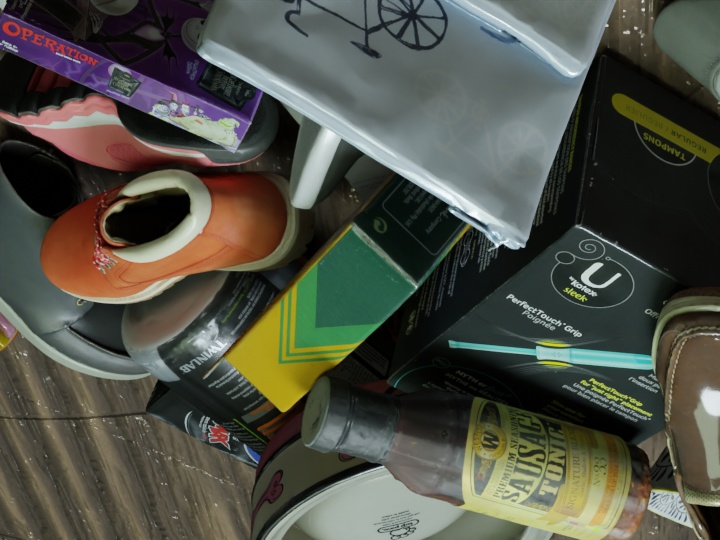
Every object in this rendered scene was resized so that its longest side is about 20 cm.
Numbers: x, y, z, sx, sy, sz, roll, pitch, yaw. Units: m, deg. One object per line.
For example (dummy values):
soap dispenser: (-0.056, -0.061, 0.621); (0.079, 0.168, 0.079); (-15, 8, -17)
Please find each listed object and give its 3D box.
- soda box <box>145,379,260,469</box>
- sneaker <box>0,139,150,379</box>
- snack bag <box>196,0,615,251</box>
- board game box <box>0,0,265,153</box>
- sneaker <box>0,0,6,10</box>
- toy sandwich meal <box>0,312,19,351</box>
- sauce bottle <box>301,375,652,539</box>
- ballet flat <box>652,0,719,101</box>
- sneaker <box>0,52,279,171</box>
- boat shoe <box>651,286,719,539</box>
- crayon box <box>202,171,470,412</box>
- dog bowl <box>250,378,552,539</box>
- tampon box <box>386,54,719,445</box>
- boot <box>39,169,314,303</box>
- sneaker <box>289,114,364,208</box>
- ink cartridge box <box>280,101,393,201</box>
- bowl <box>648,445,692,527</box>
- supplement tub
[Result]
soda box: (-0.049, 0.111, 1.269); (0.200, 0.071, 0.063); (29, 148, -15)
sneaker: (-0.193, -0.001, 1.181); (0.200, 0.075, 0.106); (36, 139, -22)
snack bag: (0.033, -0.136, 0.814); (0.188, 0.201, 0.021); (31, 157, -17)
board game box: (-0.082, -0.158, 0.825); (0.120, 0.200, 0.032); (25, 142, -12)
sneaker: (-0.126, -0.158, 0.924); (0.200, 0.074, 0.116); (39, 140, 8)
toy sandwich meal: (-0.343, 0.007, 1.256); (0.204, 0.070, 0.205); (11, 143, 8)
sauce bottle: (0.065, 0.104, 0.982); (0.199, 0.066, 0.066); (15, 146, -19)
ballet flat: (0.244, -0.087, 0.898); (0.199, 0.064, 0.067); (18, 144, 0)
sneaker: (-0.122, -0.093, 1.040); (0.200, 0.074, 0.087); (12, 160, 31)
boat shoe: (0.197, 0.091, 0.931); (0.074, 0.075, 0.203); (-3, 143, 19)
crayon box: (0.000, 0.000, 0.990); (0.052, 0.126, 0.200); (43, 141, -3)
dog bowl: (0.021, 0.144, 1.111); (0.199, 0.074, 0.200); (-10, 142, -8)
tampon box: (0.135, 0.004, 1.008); (0.150, 0.127, 0.200); (27, 142, -17)
boot: (-0.137, -0.025, 1.047); (0.199, 0.075, 0.107); (-12, 172, 36)
sneaker: (0.037, -0.103, 0.906); (0.099, 0.071, 0.200); (20, 116, -17)
ink cartridge box: (-0.007, -0.121, 0.980); (0.099, 0.039, 0.200); (-12, 134, 34)
bowl: (0.279, 0.125, 1.114); (0.200, 0.095, 0.201); (15, 169, 3)
supplement tub: (-0.050, 0.060, 1.162); (0.122, 0.123, 0.200); (-21, 130, 40)
